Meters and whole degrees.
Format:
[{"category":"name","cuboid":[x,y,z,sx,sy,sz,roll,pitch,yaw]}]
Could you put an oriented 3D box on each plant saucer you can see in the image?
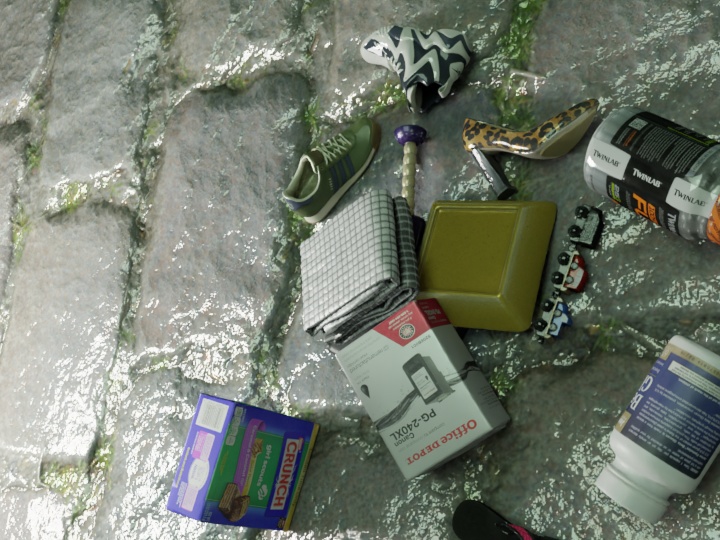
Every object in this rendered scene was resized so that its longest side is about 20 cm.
[{"category":"plant saucer","cuboid":[0.157,-0.021,1.330,0.200,0.048,0.200,3,65,33]}]

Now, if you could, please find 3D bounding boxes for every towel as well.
[{"category":"towel","cuboid":[0.000,0.000,1.375,0.200,0.086,0.166,-37,46,39]}]

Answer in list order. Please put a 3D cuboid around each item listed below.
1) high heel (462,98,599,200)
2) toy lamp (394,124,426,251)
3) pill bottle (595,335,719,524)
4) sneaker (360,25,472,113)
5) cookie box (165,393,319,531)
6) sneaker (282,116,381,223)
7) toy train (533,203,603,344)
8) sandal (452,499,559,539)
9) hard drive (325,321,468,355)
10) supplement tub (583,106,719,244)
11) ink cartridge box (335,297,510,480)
[{"category":"high heel","cuboid":[0.235,-0.214,1.352,0.200,0.071,0.143,-41,60,28]},{"category":"toy lamp","cuboid":[0.073,-0.123,1.446,0.058,0.058,0.200,-11,68,32]},{"category":"pill bottle","cuboid":[0.359,0.185,1.092,0.111,0.111,0.200,33,93,39]},{"category":"sneaker","cuboid":[0.071,-0.312,1.503,0.199,0.079,0.130,11,71,28]},{"category":"cookie box","cuboid":[-0.166,0.282,1.374,0.075,0.200,0.171,10,80,36]},{"category":"sneaker","cuboid":[-0.051,-0.172,1.531,0.067,0.090,0.200,41,98,39]},{"category":"toy train","cuboid":[0.282,0.007,1.266,0.046,0.034,0.200,18,83,26]},{"category":"sandal","cuboid":[0.190,0.352,1.192,0.200,0.045,0.075,22,86,39]},{"category":"hard drive","cuboid":[0.050,0.095,1.396,0.200,0.033,0.140,27,89,39]},{"category":"supplement tub","cuboid":[0.389,-0.116,1.176,0.200,0.123,0.123,36,95,39]},{"category":"ink cartridge box","cuboid":[0.083,0.159,1.275,0.145,0.083,0.200,-36,76,19]}]
